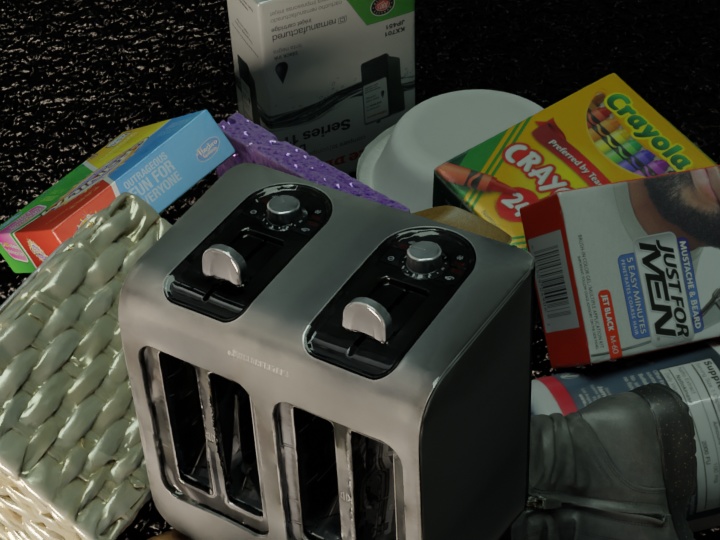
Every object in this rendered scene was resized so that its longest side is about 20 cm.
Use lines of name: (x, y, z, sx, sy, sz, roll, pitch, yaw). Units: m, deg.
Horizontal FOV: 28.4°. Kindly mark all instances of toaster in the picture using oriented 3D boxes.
toaster: (-0.013, 0.067, 0.714, 0.180, 0.201, 0.119, 20, 42, 28)

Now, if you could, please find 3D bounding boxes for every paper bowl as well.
paper bowl: (0.095, -0.073, 1.166, 0.199, 0.105, 0.201, -3, 39, 2)

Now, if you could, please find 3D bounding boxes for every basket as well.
basket: (-0.161, 0.069, 0.813, 0.135, 0.123, 0.200, 42, 51, -8)

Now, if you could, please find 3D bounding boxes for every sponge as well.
sponge: (-0.040, -0.038, 1.127, 0.030, 0.112, 0.199, -32, 48, -33)

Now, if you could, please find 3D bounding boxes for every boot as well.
boot: (0.130, 0.170, 0.810, 0.131, 0.202, 0.070, -11, 1, -24)

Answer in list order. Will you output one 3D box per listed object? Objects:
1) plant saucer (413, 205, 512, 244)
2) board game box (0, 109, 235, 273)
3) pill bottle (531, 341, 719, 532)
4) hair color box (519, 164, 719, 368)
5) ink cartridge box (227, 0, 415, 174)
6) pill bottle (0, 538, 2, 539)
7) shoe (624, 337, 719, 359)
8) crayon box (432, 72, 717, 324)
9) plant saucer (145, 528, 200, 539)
plant saucer: (0.000, 0.000, 0.924, 0.199, 0.036, 0.200, -22, 6, 3)
board game box: (-0.200, -0.059, 1.120, 0.153, 0.040, 0.200, -42, 18, -22)
pill bottle: (0.205, 0.111, 0.923, 0.198, 0.120, 0.120, -11, 40, -10)
hair color box: (0.215, -0.009, 0.936, 0.198, 0.112, 0.064, -11, -3, -20)
ink cartridge box: (-0.031, -0.180, 1.229, 0.146, 0.201, 0.083, -19, 45, -17)
pill bottle: (-0.213, 0.132, 0.907, 0.112, 0.113, 0.201, 20, 59, 26)
shoe: (0.186, 0.004, 1.056, 0.071, 0.091, 0.200, -35, 59, -23)
crayon box: (0.167, -0.063, 1.018, 0.199, 0.051, 0.127, -29, 56, -19)
plant saucer: (-0.158, 0.199, 0.795, 0.199, 0.200, 0.032, -27, 77, -26)
